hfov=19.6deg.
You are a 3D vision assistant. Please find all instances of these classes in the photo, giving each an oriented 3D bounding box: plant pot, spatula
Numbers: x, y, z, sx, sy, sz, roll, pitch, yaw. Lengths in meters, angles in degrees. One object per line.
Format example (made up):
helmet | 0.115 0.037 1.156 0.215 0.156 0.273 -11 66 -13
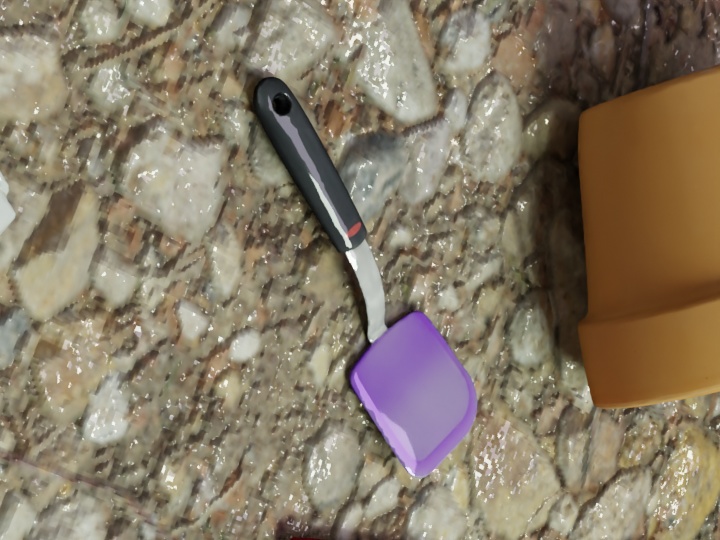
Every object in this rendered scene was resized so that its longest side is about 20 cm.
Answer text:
plant pot | 0.188 -0.028 0.995 0.200 0.200 0.141 -16 89 -41
spatula | 0.000 0.000 0.920 0.057 0.021 0.200 -42 122 -30

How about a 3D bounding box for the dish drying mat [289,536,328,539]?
dish drying mat | 0.030 0.172 0.977 0.200 0.018 0.077 17 85 -45

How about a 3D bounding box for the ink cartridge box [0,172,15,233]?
ink cartridge box | -0.228 -0.004 0.658 0.200 0.084 0.146 -51 127 -26
